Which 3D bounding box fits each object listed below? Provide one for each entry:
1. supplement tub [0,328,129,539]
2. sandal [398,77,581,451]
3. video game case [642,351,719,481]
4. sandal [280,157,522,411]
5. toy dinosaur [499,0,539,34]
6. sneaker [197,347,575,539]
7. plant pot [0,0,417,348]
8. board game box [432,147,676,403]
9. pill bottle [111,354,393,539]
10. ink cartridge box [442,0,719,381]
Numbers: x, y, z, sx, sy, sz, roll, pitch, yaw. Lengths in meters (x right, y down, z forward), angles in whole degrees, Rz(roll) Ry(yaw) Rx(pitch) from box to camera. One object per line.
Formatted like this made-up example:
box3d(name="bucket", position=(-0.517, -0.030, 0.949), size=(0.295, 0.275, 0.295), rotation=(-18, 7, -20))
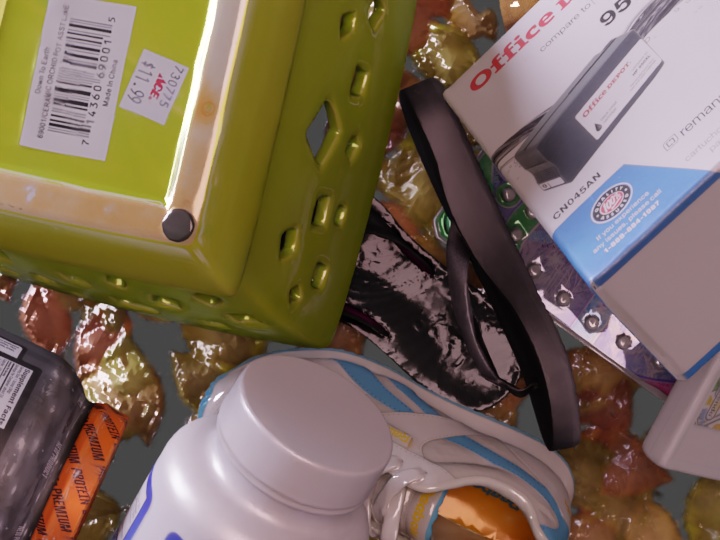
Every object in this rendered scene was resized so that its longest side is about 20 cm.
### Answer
box3d(name="supplement tub", position=(-0.224, 0.075, 1.348), size=(0.199, 0.123, 0.123), rotation=(26, 87, -3))
box3d(name="sandal", position=(0.058, 0.002, 1.368), size=(0.043, 0.076, 0.201), rotation=(-23, 80, -5))
box3d(name="video game case", position=(0.253, 0.025, 1.348), size=(0.182, 0.023, 0.201), rotation=(14, 109, -37))
box3d(name="sandal", position=(0.001, -0.001, 1.398), size=(0.200, 0.048, 0.075), rotation=(32, 88, -3))
box3d(name="toy dinosaur", position=(0.093, -0.155, 1.383), size=(0.106, 0.060, 0.201), rotation=(-12, 81, 5))
box3d(name="sneaker", position=(0.013, 0.099, 1.373), size=(0.199, 0.081, 0.077), rotation=(17, 112, -1))
box3d(name="plant pot", position=(-0.103, -0.081, 1.304), size=(0.198, 0.181, 0.201), rotation=(13, 88, 15))
box3d(name="board game box", position=(0.173, -0.045, 1.420), size=(0.200, 0.026, 0.200), rotation=(35, 87, -2))
box3d(name="pill bottle", position=(-0.064, 0.142, 1.320), size=(0.112, 0.112, 0.200), rotation=(31, 119, -2))
box3d(name="ink cartridge box", position=(0.143, -0.066, 1.272), size=(0.145, 0.200, 0.084), rotation=(-43, 124, 7))
